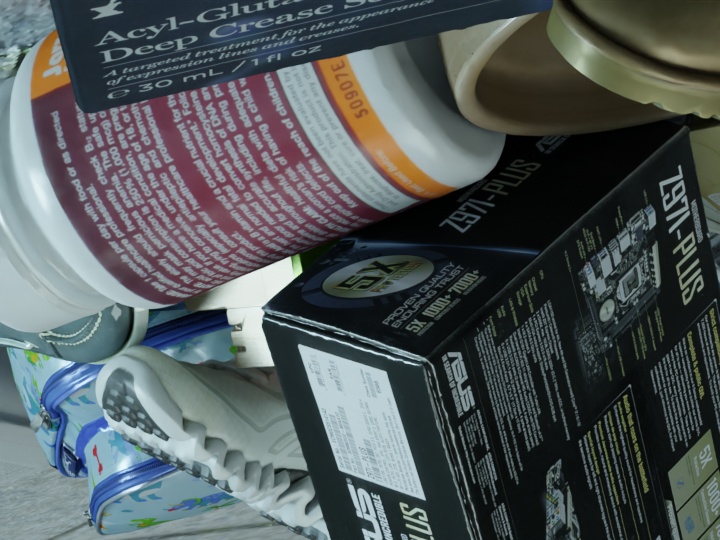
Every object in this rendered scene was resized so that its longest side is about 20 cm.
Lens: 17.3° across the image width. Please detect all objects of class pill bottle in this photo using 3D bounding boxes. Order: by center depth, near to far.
[{"bbox_3d":[-0.057,-0.054,0.880,0.200,0.114,0.114,-22,165,24],"label":"pill bottle"}]

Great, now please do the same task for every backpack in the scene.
[{"bbox_3d":[-0.079,0.038,1.162,0.183,0.147,0.200,-17,162,-8],"label":"backpack"}]

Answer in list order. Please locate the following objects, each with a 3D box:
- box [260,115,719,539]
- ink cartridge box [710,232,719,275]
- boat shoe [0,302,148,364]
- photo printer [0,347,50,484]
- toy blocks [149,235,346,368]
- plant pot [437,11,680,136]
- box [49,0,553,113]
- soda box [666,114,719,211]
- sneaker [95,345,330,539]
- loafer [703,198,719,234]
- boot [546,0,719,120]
[{"bbox_3d":[0.066,0.060,0.922,0.086,0.200,0.164,16,-136,41],"label":"box"},{"bbox_3d":[0.221,-0.016,1.144,0.083,0.200,0.145,-49,158,11],"label":"ink cartridge box"},{"bbox_3d":[-0.155,0.009,1.032,0.062,0.073,0.200,-14,-171,-31],"label":"boat shoe"},{"bbox_3d":[-0.247,0.086,1.336,0.166,0.070,0.200,-19,167,14],"label":"photo printer"},{"bbox_3d":[0.000,0.000,1.016,0.137,0.100,0.200,-4,-172,44],"label":"toy blocks"},{"bbox_3d":[0.115,-0.127,0.809,0.200,0.093,0.201,-15,165,-4],"label":"plant pot"},{"bbox_3d":[-0.020,-0.134,0.610,0.148,0.107,0.200,-13,166,-5],"label":"box"},{"bbox_3d":[0.207,-0.075,0.907,0.068,0.064,0.200,35,152,-34],"label":"soda box"},{"bbox_3d":[-0.041,0.065,1.045,0.075,0.081,0.200,23,173,38],"label":"sneaker"},{"bbox_3d":[0.198,-0.036,1.031,0.200,0.070,0.070,16,161,12],"label":"loafer"},{"bbox_3d":[0.147,-0.146,0.647,0.175,0.066,0.200,-9,129,-32],"label":"boot"}]
